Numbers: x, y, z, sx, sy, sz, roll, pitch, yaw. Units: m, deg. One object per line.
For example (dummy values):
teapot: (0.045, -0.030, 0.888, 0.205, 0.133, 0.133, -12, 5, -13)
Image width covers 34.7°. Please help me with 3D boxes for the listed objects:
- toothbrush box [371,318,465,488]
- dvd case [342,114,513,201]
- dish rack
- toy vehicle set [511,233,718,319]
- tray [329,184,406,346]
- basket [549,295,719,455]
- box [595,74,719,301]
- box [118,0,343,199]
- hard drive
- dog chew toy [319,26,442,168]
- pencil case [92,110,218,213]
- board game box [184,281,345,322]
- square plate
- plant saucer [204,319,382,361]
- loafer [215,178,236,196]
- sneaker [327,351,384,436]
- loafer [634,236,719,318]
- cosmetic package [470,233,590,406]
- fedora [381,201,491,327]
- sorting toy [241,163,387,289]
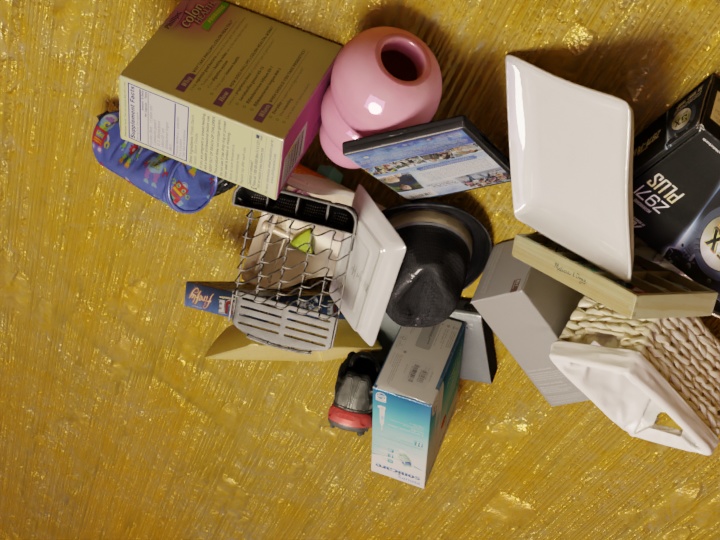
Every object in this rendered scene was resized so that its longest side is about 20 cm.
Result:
toothbrush box: (0.077, 0.175, 1.564, 0.084, 0.147, 0.201, 17, 139, 13)
dvd case: (0.083, -0.121, 1.288, 0.141, 0.018, 0.200, -11, 164, 22)
dish rack: (-0.085, 0.002, 1.373, 0.151, 0.055, 0.203, 14, 107, 11)
toy vehicle set: (0.276, 0.003, 1.272, 0.200, 0.123, 0.027, 33, 118, 52)
tray: (0.000, 0.000, 1.416, 0.108, 0.022, 0.201, 53, 148, 27)
basket: (0.342, 0.110, 1.367, 0.200, 0.124, 0.135, 40, 162, -32)
box: (0.380, -0.078, 1.214, 0.199, 0.087, 0.164, 36, 141, -10)
box: (-0.146, -0.202, 1.310, 0.198, 0.177, 0.097, 22, 141, 6)
hard drive: (0.086, 0.087, 1.606, 0.198, 0.033, 0.141, 8, 137, 23)
dog chew toy: (0.011, -0.182, 1.293, 0.124, 0.125, 0.200, 32, 148, -6)
pencil case: (-0.265, -0.143, 1.476, 0.199, 0.087, 0.078, 30, 179, 39)
board game box: (-0.117, 0.040, 1.544, 0.135, 0.199, 0.035, 11, 97, 43)
square plate: (0.225, -0.113, 1.218, 0.198, 0.028, 0.202, 38, 142, 51)
plant saucer: (-0.097, 0.095, 1.626, 0.198, 0.049, 0.199, 4, 169, -27)
loafer: (-0.172, -0.156, 1.473, 0.071, 0.068, 0.201, 58, 146, 10)
sneaker: (0.010, 0.155, 1.602, 0.070, 0.200, 0.099, 14, 103, 11)
loafer: (0.395, 0.016, 1.325, 0.198, 0.063, 0.072, 22, 140, 7)
cosmetic package: (0.233, 0.063, 1.438, 0.090, 0.107, 0.200, -18, 121, 42)
fedora: (0.076, 0.007, 1.436, 0.198, 0.093, 0.202, 0, 144, 0)
sorting toy: (-0.039, -0.056, 1.480, 0.178, 0.108, 0.201, 20, 137, -5)
